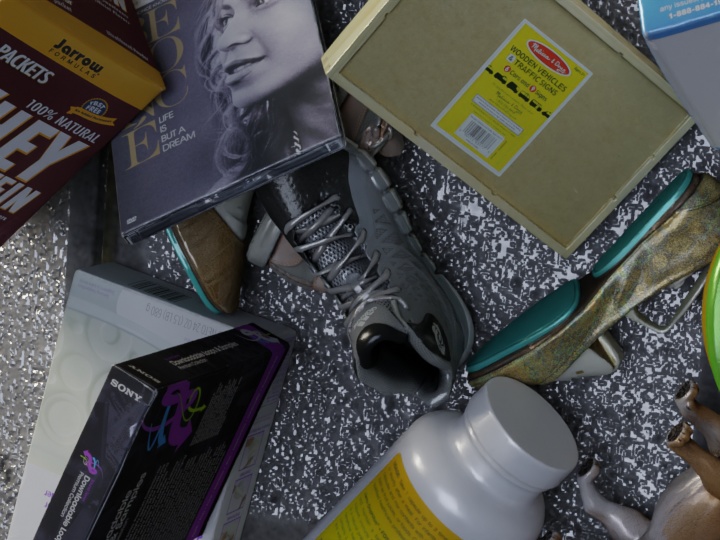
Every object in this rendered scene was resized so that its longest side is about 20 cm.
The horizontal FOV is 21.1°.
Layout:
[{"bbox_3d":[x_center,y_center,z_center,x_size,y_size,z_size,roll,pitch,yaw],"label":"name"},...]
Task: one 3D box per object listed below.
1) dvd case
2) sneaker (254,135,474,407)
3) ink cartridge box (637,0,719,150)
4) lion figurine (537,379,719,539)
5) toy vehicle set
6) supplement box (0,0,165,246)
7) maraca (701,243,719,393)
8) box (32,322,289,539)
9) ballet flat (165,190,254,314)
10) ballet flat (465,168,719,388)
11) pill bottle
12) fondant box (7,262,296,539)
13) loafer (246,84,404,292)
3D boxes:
[{"bbox_3d":[-0.091,-0.122,1.200,0.148,0.016,0.201,-24,49,14],"label":"dvd case"},{"bbox_3d":[0.000,0.000,1.161,0.075,0.116,0.200,-36,105,19],"label":"sneaker"},{"bbox_3d":[0.227,-0.199,1.046,0.146,0.146,0.201,-15,63,21],"label":"ink cartridge box"},{"bbox_3d":[0.202,0.148,1.168,0.122,0.073,0.200,40,124,-16],"label":"lion figurine"},{"bbox_3d":[0.091,-0.109,1.145,0.200,0.027,0.124,36,108,-23],"label":"toy vehicle set"},{"bbox_3d":[-0.258,-0.140,1.228,0.200,0.133,0.198,-41,47,19],"label":"supplement box"},{"bbox_3d":[0.261,0.000,1.107,0.107,0.136,0.201,7,84,62],"label":"maraca"},{"bbox_3d":[-0.118,0.110,1.148,0.036,0.200,0.144,29,103,14],"label":"box"},{"bbox_3d":[-0.112,-0.071,1.263,0.072,0.068,0.201,-32,73,7],"label":"ballet flat"},{"bbox_3d":[0.152,0.023,1.176,0.200,0.071,0.071,-42,80,19],"label":"ballet flat"},{"bbox_3d":[0.043,0.158,1.191,0.104,0.104,0.200,47,117,11],"label":"pill bottle"},{"bbox_3d":[-0.141,0.113,1.292,0.144,0.058,0.201,19,102,17],"label":"fondant box"},{"bbox_3d":[-0.002,-0.077,1.226,0.063,0.072,0.201,30,111,-2],"label":"loafer"}]
